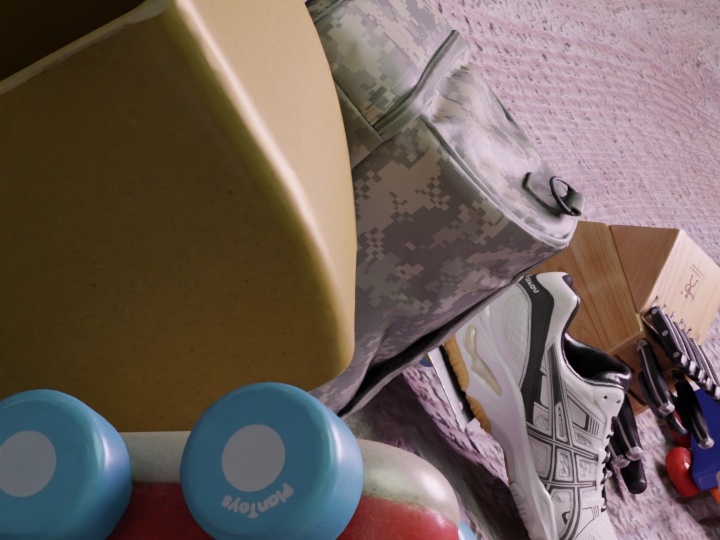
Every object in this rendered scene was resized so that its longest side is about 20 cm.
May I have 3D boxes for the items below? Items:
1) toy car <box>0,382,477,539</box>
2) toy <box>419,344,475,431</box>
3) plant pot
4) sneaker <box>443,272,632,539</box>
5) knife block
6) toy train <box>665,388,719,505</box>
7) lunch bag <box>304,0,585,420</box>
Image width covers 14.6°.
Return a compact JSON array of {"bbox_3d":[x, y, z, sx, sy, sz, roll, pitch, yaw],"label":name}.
[{"bbox_3d":[-0.054,0.163,1.053,0.184,0.176,0.201,47,45,-63],"label":"toy car"},{"bbox_3d":[0.000,0.000,1.534,0.115,0.047,0.201,-15,82,-83],"label":"toy"},{"bbox_3d":[-0.099,-0.035,1.174,0.200,0.194,0.196,56,17,-26],"label":"plant pot"},{"bbox_3d":[0.118,0.091,1.569,0.076,0.087,0.200,-101,168,-62],"label":"sneaker"},{"bbox_3d":[0.155,0.058,1.823,0.200,0.176,0.064,7,-27,49],"label":"knife block"},{"bbox_3d":[0.262,0.158,1.875,0.116,0.084,0.200,63,16,-20],"label":"toy train"},{"bbox_3d":[-0.015,-0.025,1.335,0.168,0.200,0.139,49,22,-6],"label":"lunch bag"}]
